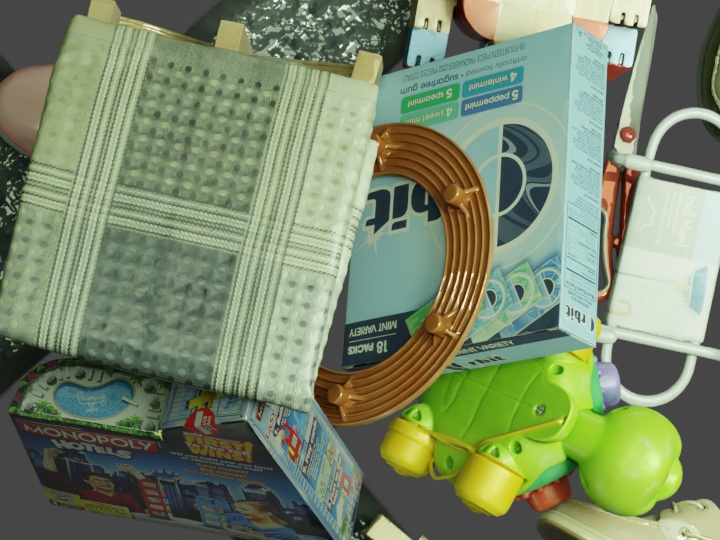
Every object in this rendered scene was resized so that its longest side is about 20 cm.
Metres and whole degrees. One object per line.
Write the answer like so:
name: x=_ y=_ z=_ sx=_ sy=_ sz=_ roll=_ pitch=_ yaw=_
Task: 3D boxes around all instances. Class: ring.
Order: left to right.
ring: x=0.000 y=0.000 z=1.473 sx=0.200 sy=0.019 sz=0.201 roll=-18 pitch=61 yaw=36

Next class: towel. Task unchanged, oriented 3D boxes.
towel: x=-0.097 y=-0.035 z=1.334 sx=0.192 sy=0.035 sz=0.201 roll=13 pitch=78 yaw=1

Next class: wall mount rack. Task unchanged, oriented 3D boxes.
wall mount rack: x=0.233 y=0.000 z=1.513 sx=0.173 sy=0.075 sz=0.201 roll=12 pitch=94 yaw=-3

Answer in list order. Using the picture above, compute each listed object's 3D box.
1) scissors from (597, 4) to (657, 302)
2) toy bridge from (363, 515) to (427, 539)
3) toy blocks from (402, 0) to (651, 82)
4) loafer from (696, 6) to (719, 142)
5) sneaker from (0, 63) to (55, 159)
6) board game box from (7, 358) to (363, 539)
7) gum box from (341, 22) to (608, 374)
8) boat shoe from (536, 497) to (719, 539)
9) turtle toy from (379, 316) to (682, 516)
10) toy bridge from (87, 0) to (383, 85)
scissors: x=0.170 y=-0.079 z=1.564 sx=0.073 sy=0.014 sz=0.201 roll=-2 pitch=84 yaw=-2
toy bridge: x=-0.021 y=0.249 z=1.495 sx=0.067 sy=0.027 sz=0.200 roll=40 pitch=82 yaw=2
toy blocks: x=0.113 y=-0.178 z=1.543 sx=0.199 sy=0.100 sz=0.137 roll=9 pitch=94 yaw=-7
loafer: x=0.277 y=-0.176 z=1.556 sx=0.075 sy=0.070 sz=0.201 roll=17 pitch=82 yaw=-1
sneaker: x=-0.138 y=-0.098 z=1.497 sx=0.199 sy=0.105 sz=0.076 roll=18 pitch=69 yaw=-2
board game box: x=-0.104 y=0.096 z=1.422 sx=0.199 sy=0.200 sz=0.062 roll=9 pitch=63 yaw=7
gum box: x=0.072 y=-0.039 z=1.469 sx=0.169 sy=0.044 sz=0.201 roll=-12 pitch=64 yaw=37
boat shoe: x=0.211 y=0.181 z=1.508 sx=0.199 sy=0.072 sz=0.065 roll=21 pitch=73 yaw=-3
turtle toy: x=0.114 y=0.094 z=1.472 sx=0.101 sy=0.200 sz=0.146 roll=33 pitch=84 yaw=-42
toy bridge: x=-0.084 y=-0.141 z=1.529 sx=0.199 sy=0.067 sz=0.027 roll=12 pitch=82 yaw=5
